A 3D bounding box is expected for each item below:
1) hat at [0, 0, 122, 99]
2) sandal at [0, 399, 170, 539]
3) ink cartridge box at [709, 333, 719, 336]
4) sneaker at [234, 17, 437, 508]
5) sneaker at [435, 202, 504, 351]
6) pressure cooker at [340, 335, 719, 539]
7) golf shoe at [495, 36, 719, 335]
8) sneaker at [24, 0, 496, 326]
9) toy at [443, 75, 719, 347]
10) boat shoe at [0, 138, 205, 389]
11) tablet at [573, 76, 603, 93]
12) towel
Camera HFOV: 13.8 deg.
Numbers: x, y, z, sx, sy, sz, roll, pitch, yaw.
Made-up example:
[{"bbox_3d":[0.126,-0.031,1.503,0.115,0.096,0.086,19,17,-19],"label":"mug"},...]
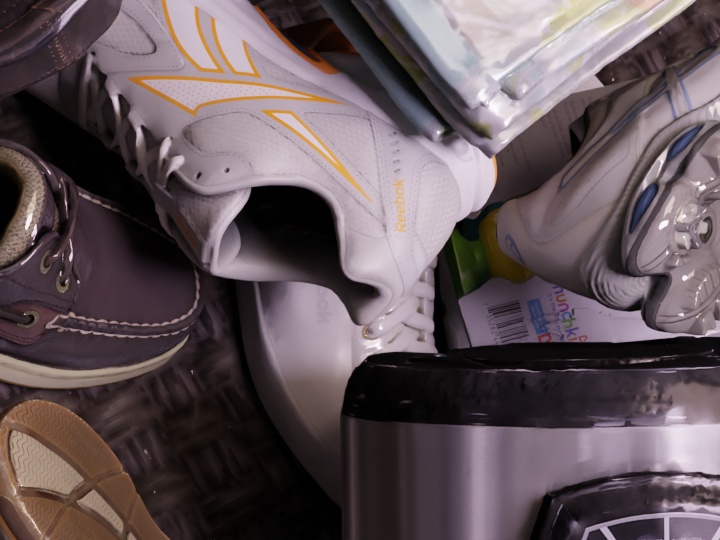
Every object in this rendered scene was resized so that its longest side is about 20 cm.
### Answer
[{"bbox_3d":[-0.132,-0.112,1.008,0.081,0.200,0.201,63,28,-45],"label":"hat"},{"bbox_3d":[-0.077,0.126,0.966,0.200,0.054,0.080,57,23,-29],"label":"sandal"},{"bbox_3d":[0.233,0.015,1.218,0.146,0.199,0.083,9,62,-54],"label":"ink cartridge box"},{"bbox_3d":[0.000,0.000,1.107,0.073,0.085,0.201,-9,73,-49],"label":"sneaker"},{"bbox_3d":[0.096,0.047,1.174,0.077,0.080,0.201,-13,74,-47],"label":"sneaker"},{"bbox_3d":[0.081,0.125,1.016,0.178,0.175,0.201,-2,93,-53],"label":"pressure cooker"},{"bbox_3d":[0.125,-0.060,1.103,0.200,0.097,0.079,-44,132,-38],"label":"golf shoe"},{"bbox_3d":[-0.057,-0.048,1.041,0.199,0.076,0.092,22,52,14],"label":"sneaker"},{"bbox_3d":[0.127,-0.020,1.147,0.199,0.047,0.116,-12,63,-9],"label":"toy"},{"bbox_3d":[-0.126,-0.010,1.002,0.199,0.065,0.074,12,57,-40],"label":"boat shoe"},{"bbox_3d":[0.097,-0.032,1.277,0.200,0.014,0.130,48,41,-12],"label":"tablet"},{"bbox_3d":[0.040,-0.158,1.043,0.171,0.048,0.200,-35,85,-24],"label":"towel"}]
